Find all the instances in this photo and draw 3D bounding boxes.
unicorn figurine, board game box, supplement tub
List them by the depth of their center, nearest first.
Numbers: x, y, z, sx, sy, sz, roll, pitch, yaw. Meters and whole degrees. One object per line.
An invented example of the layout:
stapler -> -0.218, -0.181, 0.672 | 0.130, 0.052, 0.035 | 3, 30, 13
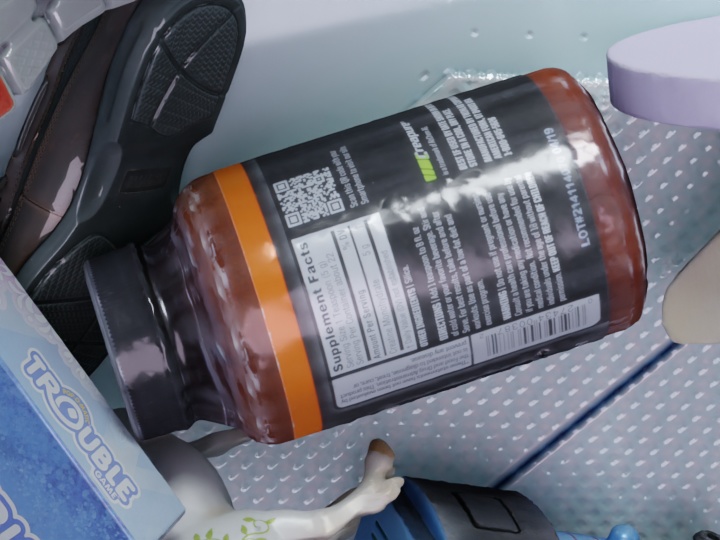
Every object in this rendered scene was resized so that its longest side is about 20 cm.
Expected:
supplement tub -> 0.000, 0.000, 0.786 | 0.198, 0.107, 0.108 | -17, 114, -5
board game box -> -0.199, 0.065, 0.788 | 0.198, 0.043, 0.201 | -35, 93, 26
unicorn figurine -> -0.074, 0.088, 0.825 | 0.137, 0.200, 0.074 | -32, 123, -22

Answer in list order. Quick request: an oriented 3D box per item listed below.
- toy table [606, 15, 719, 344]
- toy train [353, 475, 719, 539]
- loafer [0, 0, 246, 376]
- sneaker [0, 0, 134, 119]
toy table -> 0.195, -0.031, 0.772 | 0.199, 0.183, 0.118 | 4, 111, 35
toy train -> 0.080, 0.155, 0.873 | 0.198, 0.087, 0.115 | 10, 110, -20
loafer -> -0.108, -0.035, 0.809 | 0.072, 0.063, 0.201 | 1, 124, -51
sneaker -> -0.143, -0.096, 0.723 | 0.199, 0.082, 0.078 | -31, 116, -31
